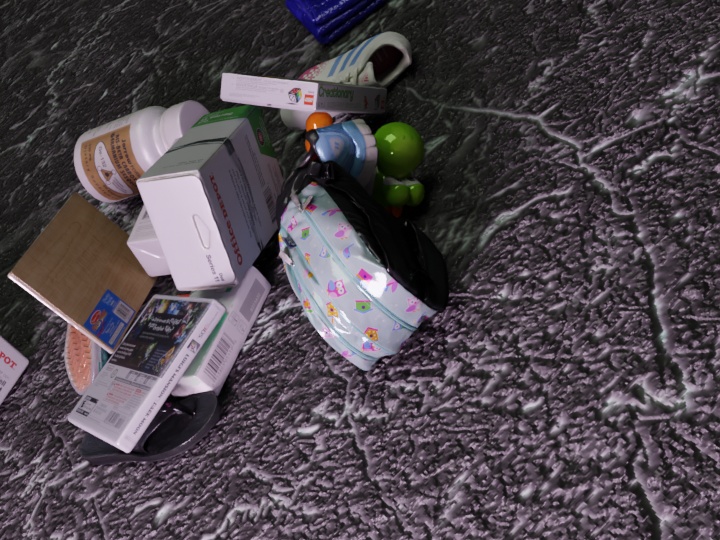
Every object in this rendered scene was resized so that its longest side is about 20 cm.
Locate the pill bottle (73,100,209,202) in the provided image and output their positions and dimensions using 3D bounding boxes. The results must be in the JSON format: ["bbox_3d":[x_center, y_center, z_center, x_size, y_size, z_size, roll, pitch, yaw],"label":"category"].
[{"bbox_3d":[-0.311,-0.177,1.513,0.199,0.114,0.115,-14,42,30],"label":"pill bottle"}]

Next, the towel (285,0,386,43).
[{"bbox_3d":[-0.040,-0.437,1.613,0.148,0.050,0.200,-37,36,4],"label":"towel"}]

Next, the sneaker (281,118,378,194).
[{"bbox_3d":[-0.053,-0.079,1.139,0.078,0.090,0.200,55,137,45],"label":"sneaker"}]

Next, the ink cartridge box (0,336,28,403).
[{"bbox_3d":[-0.544,0.151,1.320,0.083,0.147,0.200,2,53,39],"label":"ink cartridge box"}]

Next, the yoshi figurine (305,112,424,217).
[{"bbox_3d":[0.017,-0.143,1.202,0.112,0.112,0.200,-37,38,-10],"label":"yoshi figurine"}]

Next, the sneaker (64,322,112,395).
[{"bbox_3d":[-0.324,0.066,1.304,0.071,0.080,0.201,-33,54,36],"label":"sneaker"}]

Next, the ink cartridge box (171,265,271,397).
[{"bbox_3d":[-0.218,0.074,1.220,0.199,0.050,0.161,-4,48,35],"label":"ink cartridge box"}]

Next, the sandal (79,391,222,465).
[{"bbox_3d":[-0.239,0.171,1.131,0.200,0.048,0.075,-18,40,28],"label":"sandal"}]

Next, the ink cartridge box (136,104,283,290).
[{"bbox_3d":[-0.165,-0.087,1.210,0.083,0.147,0.200,-7,27,20],"label":"ink cartridge box"}]

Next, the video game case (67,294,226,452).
[{"bbox_3d":[-0.242,0.107,1.155,0.182,0.023,0.200,-58,25,-17],"label":"video game case"}]

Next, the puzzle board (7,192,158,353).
[{"bbox_3d":[-0.334,0.001,1.282,0.017,0.151,0.200,-40,18,28],"label":"puzzle board"}]

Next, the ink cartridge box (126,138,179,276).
[{"bbox_3d":[-0.215,-0.092,1.365,0.116,0.068,0.200,-6,46,22],"label":"ink cartridge box"}]

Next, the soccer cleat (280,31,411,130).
[{"bbox_3d":[-0.020,-0.250,1.372,0.200,0.070,0.086,-34,27,4],"label":"soccer cleat"}]

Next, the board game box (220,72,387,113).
[{"bbox_3d":[-0.064,-0.214,1.256,0.126,0.035,0.200,11,12,22],"label":"board game box"}]

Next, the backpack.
[{"bbox_3d":[0.000,0.000,1.038,0.127,0.167,0.200,-49,38,16],"label":"backpack"}]
